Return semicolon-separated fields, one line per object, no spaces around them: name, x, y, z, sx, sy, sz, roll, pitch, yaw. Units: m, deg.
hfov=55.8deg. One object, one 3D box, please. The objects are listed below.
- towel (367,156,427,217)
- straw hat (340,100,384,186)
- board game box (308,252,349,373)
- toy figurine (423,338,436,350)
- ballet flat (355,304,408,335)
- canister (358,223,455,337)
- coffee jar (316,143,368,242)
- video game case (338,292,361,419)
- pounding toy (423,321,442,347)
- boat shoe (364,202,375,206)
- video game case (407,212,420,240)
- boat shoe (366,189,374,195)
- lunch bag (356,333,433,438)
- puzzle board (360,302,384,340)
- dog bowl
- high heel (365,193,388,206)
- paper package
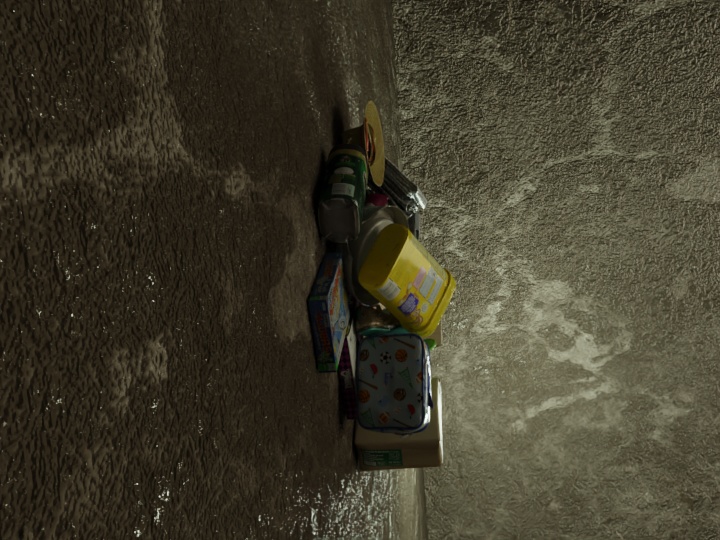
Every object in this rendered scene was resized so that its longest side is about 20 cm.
towel;0.072;-0.221;1.747;0.200;0.086;0.165;44;5;13
straw hat;-0.005;-0.285;1.550;0.201;0.082;0.208;-5;90;-76
board game box;-0.054;0.070;1.227;0.201;0.033;0.139;-77;162;-64
toy figurine;0.065;0.134;1.591;0.188;0.197;0.149;66;-19;-13
ballet flat;0.053;0.105;1.437;0.198;0.069;0.067;18;54;-57
canister;0.094;0.020;1.354;0.200;0.085;0.151;43;71;-43
coffee jar;-0.031;-0.153;1.301;0.203;0.082;0.107;-82;171;-50
video game case;-0.017;0.175;1.433;0.183;0.035;0.205;-77;162;-60
pounding toy;0.104;0.133;1.804;0.184;0.194;0.147;140;-48;-67
boat shoe;0.008;-0.068;1.634;0.059;0.071;0.203;-36;149;-31
video game case;0.102;-0.030;1.803;0.200;0.021;0.188;139;-40;-59
boat shoe;0.054;-0.117;1.776;0.072;0.064;0.206;-41;-116;59
lunch bag;0.071;0.230;1.364;0.076;0.155;0.207;52;37;-69
puzzle board;0.055;0.157;1.496;0.148;0.017;0.207;14;66;-40
dog bowl;0.023;-0.036;1.375;0.198;0.058;0.206;-29;128;-45
high heel;0.035;-0.104;1.707;0.203;0.093;0.069;78;12;-47
paper package;0.091;0.350;1.555;0.193;0.193;0.106;-84;167;-52
